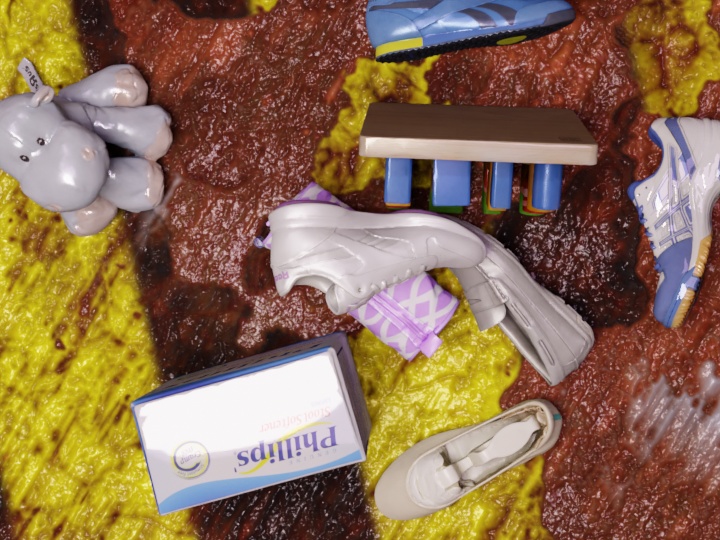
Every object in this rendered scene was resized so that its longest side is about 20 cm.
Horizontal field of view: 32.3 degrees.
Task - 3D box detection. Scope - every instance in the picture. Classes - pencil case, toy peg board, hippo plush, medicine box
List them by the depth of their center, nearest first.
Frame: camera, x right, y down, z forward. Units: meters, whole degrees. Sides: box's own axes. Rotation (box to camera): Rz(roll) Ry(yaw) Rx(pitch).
[{"bbox_3d":[-0.090,0.132,1.125,0.181,0.200,0.104,-16,90,2],"label":"medicine box"},{"bbox_3d":[0.101,-0.087,1.128,0.198,0.199,0.099,2,106,2],"label":"toy peg board"},{"bbox_3d":[-0.269,-0.132,1.150,0.159,0.161,0.200,-44,89,2],"label":"hippo plush"},{"bbox_3d":[0.000,0.000,1.179,0.200,0.086,0.084,37,98,1],"label":"pencil case"}]

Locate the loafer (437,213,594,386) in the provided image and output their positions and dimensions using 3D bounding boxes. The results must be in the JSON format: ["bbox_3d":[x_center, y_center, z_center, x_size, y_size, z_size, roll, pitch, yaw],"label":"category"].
[{"bbox_3d":[0.132,0.026,1.179,0.200,0.070,0.070,41,75,1],"label":"loafer"}]

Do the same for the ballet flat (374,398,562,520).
[{"bbox_3d":[0.101,0.180,1.186,0.199,0.069,0.070,-30,89,2],"label":"ballet flat"}]

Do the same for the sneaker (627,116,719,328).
[{"bbox_3d":[0.293,-0.047,1.182,0.087,0.075,0.202,12,84,13],"label":"sneaker"}]

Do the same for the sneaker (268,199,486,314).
[{"bbox_3d":[0.014,-0.006,1.113,0.198,0.075,0.100,4,76,-10],"label":"sneaker"}]

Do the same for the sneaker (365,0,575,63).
[{"bbox_3d":[0.103,-0.250,1.183,0.198,0.066,0.079,-7,86,2],"label":"sneaker"}]
